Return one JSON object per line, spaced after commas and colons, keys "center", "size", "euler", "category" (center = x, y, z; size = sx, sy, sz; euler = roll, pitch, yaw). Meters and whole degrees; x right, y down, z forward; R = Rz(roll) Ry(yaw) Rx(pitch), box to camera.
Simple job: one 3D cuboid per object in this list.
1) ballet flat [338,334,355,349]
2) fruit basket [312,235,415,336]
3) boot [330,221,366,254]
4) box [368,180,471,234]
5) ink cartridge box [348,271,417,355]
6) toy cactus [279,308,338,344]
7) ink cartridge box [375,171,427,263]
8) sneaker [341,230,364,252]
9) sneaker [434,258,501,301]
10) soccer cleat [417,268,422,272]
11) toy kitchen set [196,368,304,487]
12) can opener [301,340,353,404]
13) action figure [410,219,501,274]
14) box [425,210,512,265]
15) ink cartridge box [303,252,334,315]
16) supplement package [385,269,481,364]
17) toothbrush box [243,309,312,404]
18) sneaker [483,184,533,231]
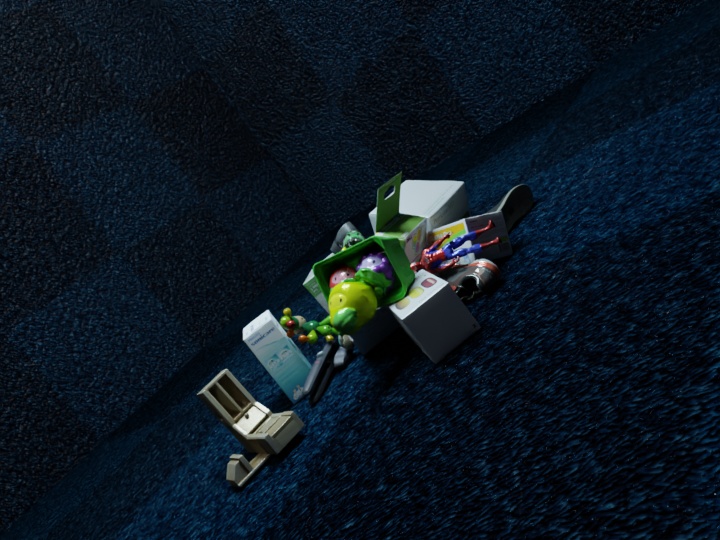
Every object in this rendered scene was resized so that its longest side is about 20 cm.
{"center": [0.008, 0.104, 1.495], "size": [0.075, 0.068, 0.200], "euler": [-31, 19, 40], "category": "ballet flat"}
{"center": [-0.010, 0.034, 1.236], "size": [0.215, 0.156, 0.216], "euler": [-25, 1, 1], "category": "fruit basket"}
{"center": [0.029, -0.059, 1.608], "size": [0.165, 0.200, 0.066], "euler": [-53, -29, 17], "category": "boot"}
{"center": [0.169, -0.125, 1.668], "size": [0.199, 0.172, 0.199], "euler": [7, 38, 39], "category": "box"}
{"center": [0.052, 0.086, 1.372], "size": [0.200, 0.045, 0.176], "euler": [-38, -30, -5], "category": "ink cartridge box"}
{"center": [-0.133, 0.128, 1.512], "size": [0.200, 0.103, 0.165], "euler": [1, 1, -44], "category": "toy cactus"}
{"center": [0.093, -0.101, 1.379], "size": [0.076, 0.201, 0.148], "euler": [12, 28, 22], "category": "ink cartridge box"}
{"center": [0.000, 0.000, 1.421], "size": [0.078, 0.201, 0.085], "euler": [-2, 31, 2], "category": "sneaker"}
{"center": [0.203, 0.031, 1.313], "size": [0.082, 0.077, 0.200], "euler": [-51, 16, -32], "category": "sneaker"}
{"center": [0.117, 0.008, 1.490], "size": [0.200, 0.073, 0.068], "euler": [-32, -13, -34], "category": "soccer cleat"}
{"center": [-0.257, 0.317, 1.267], "size": [0.163, 0.181, 0.200], "euler": [-44, 8, -30], "category": "toy kitchen set"}
{"center": [-0.086, 0.228, 1.425], "size": [0.079, 0.063, 0.200], "euler": [-29, 13, 34], "category": "can opener"}
{"center": [0.192, -0.042, 1.299], "size": [0.200, 0.066, 0.052], "euler": [-26, -14, 20], "category": "action figure"}
{"center": [0.235, -0.059, 1.424], "size": [0.112, 0.102, 0.200], "euler": [-14, -1, -27], "category": "box"}
{"center": [-0.046, 0.068, 1.625], "size": [0.084, 0.200, 0.146], "euler": [-38, 9, 14], "category": "ink cartridge box"}
{"center": [0.133, 0.083, 1.203], "size": [0.114, 0.110, 0.200], "euler": [-38, 10, -3], "category": "supplement package"}
{"center": [-0.194, 0.206, 1.497], "size": [0.085, 0.200, 0.146], "euler": [-38, 9, -6], "category": "toothbrush box"}
{"center": [0.353, -0.146, 1.575], "size": [0.200, 0.075, 0.106], "euler": [-44, 15, -28], "category": "sneaker"}
